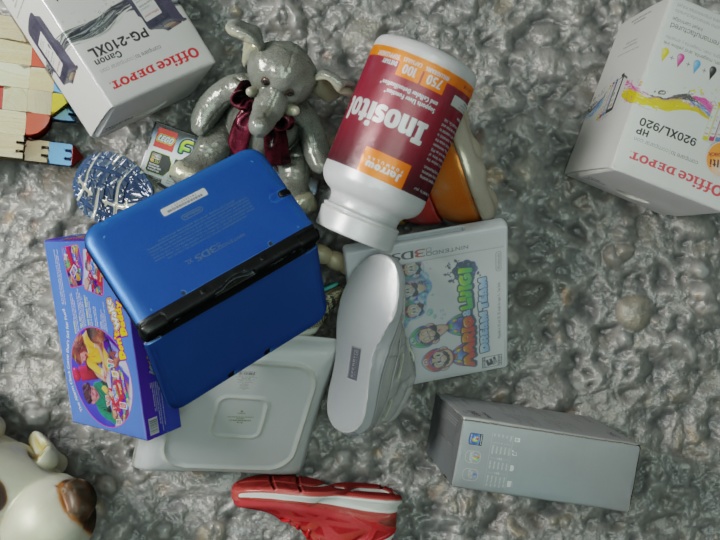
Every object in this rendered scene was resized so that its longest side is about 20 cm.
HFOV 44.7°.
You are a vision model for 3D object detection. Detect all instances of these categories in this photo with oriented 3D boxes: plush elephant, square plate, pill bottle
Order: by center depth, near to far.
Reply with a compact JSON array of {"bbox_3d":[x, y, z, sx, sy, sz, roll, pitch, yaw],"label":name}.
[{"bbox_3d":[0.031,-0.126,0.891,0.112,0.113,0.201,22,94,-6],"label":"pill bottle"},{"bbox_3d":[-0.094,-0.174,0.929,0.164,0.155,0.201,20,73,-5],"label":"plush elephant"},{"bbox_3d":[-0.136,0.153,0.959,0.199,0.028,0.199,6,120,-20],"label":"square plate"}]

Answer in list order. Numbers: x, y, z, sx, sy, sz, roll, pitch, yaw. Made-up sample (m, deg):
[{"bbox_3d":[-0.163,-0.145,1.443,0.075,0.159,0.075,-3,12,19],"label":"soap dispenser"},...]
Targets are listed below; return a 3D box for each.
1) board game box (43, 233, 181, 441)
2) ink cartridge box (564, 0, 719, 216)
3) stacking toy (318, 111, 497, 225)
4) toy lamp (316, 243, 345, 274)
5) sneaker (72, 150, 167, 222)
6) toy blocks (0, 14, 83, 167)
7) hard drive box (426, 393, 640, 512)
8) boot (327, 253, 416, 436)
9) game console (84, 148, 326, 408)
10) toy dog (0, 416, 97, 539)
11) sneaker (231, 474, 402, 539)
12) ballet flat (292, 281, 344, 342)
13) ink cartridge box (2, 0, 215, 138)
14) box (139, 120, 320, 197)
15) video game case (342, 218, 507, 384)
[{"bbox_3d":[-0.256,0.064,0.902,0.045,0.134,0.201,-16,104,-49],"label":"board game box"},{"bbox_3d":[0.355,-0.179,1.006,0.147,0.145,0.201,20,90,-7],"label":"ink cartridge box"},{"bbox_3d":[0.045,-0.095,1.000,0.199,0.146,0.147,-19,94,11],"label":"stacking toy"},{"bbox_3d":[0.000,0.000,1.004,0.199,0.058,0.058,23,89,-23],"label":"toy lamp"},{"bbox_3d":[-0.223,-0.062,0.950,0.199,0.085,0.077,27,83,17],"label":"sneaker"},{"bbox_3d":[-0.372,-0.197,0.966,0.136,0.100,0.201,4,91,-18],"label":"toy blocks"},{"bbox_3d":[0.189,0.202,0.995,0.199,0.156,0.077,9,91,-5],"label":"hard drive box"},{"bbox_3d":[0.023,0.079,0.963,0.073,0.095,0.201,21,103,32],"label":"boot"},{"bbox_3d":[-0.146,0.007,0.871,0.200,0.118,0.171,-31,79,-25],"label":"game console"},{"bbox_3d":[-0.370,0.230,0.925,0.199,0.194,0.140,32,76,0],"label":"toy dog"},{"bbox_3d":[-0.054,0.304,1.012,0.199,0.078,0.116,7,90,-5],"label":"sneaker"},{"bbox_3d":[-0.108,0.071,0.966,0.199,0.068,0.076,-14,92,-7],"label":"ballet flat"},{"bbox_3d":[-0.273,-0.266,0.941,0.145,0.084,0.201,-35,95,-35],"label":"ink cartridge box"},{"bbox_3d":[-0.156,-0.086,1.010,0.199,0.035,0.111,20,90,-6],"label":"box"},{"bbox_3d":[0.079,0.044,0.997,0.181,0.024,0.201,-10,124,-6],"label":"video game case"}]
